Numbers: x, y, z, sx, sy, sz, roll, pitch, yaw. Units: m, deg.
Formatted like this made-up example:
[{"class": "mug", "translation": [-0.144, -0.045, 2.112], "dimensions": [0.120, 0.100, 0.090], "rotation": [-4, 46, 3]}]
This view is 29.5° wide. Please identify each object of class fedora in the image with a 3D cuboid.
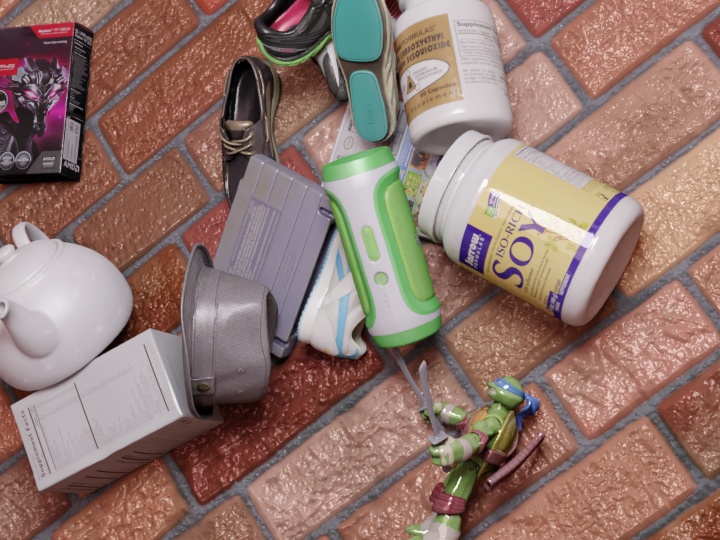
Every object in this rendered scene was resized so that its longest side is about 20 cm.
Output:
[{"class": "fedora", "translation": [-0.138, 0.072, 1.492], "dimensions": [0.090, 0.177, 0.201], "rotation": [3, 123, 2]}]

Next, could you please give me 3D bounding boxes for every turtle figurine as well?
[{"class": "turtle figurine", "translation": [0.077, 0.186, 1.423], "dimensions": [0.144, 0.199, 0.195], "rotation": [20, 92, 57]}]

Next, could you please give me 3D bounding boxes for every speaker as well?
[{"class": "speaker", "translation": [0.023, -0.024, 1.439], "dimensions": [0.088, 0.088, 0.201], "rotation": [-14, 100, 18]}]

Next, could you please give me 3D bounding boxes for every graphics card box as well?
[{"class": "graphics card box", "translation": [-0.410, -0.212, 1.732], "dimensions": [0.125, 0.051, 0.201], "rotation": [0, 81, 21]}]

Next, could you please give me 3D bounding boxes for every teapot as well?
[{"class": "teapot", "translation": [-0.371, 0.030, 1.584], "dimensions": [0.200, 0.146, 0.198], "rotation": [-8, 34, 48]}]

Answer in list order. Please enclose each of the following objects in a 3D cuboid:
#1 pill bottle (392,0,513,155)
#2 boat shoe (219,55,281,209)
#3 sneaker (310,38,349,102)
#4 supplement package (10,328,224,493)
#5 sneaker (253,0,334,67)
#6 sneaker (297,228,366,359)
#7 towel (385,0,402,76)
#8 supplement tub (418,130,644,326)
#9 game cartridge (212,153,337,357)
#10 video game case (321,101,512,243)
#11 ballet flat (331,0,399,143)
[{"class": "pill bottle", "translation": [0.095, -0.237, 1.490], "dimensions": [0.114, 0.114, 0.201], "rotation": [-14, 73, 18]}, {"class": "boat shoe", "translation": [-0.139, -0.157, 1.604], "dimensions": [0.074, 0.073, 0.201], "rotation": [-5, 79, 20]}, {"class": "sneaker", "translation": [-0.049, -0.273, 1.576], "dimensions": [0.079, 0.074, 0.201], "rotation": [-32, 63, 22]}, {"class": "supplement package", "translation": [-0.280, 0.165, 1.578], "dimensions": [0.199, 0.109, 0.114], "rotation": [-28, 72, 14]}, {"class": "sneaker", "translation": [-0.034, -0.305, 1.485], "dimensions": [0.200, 0.084, 0.077], "rotation": [-45, 63, 1]}, {"class": "sneaker", "translation": [0.000, 0.000, 1.521], "dimensions": [0.081, 0.077, 0.201], "rotation": [22, 100, 8]}, {"class": "towel", "translation": [0.040, -0.321, 1.595], "dimensions": [0.144, 0.023, 0.200], "rotation": [44, 96, 23]}, {"class": "supplement tub", "translation": [0.175, -0.048, 1.417], "dimensions": [0.200, 0.145, 0.146], "rotation": [29, 91, 18]}, {"class": "game cartridge", "translation": [-0.102, -0.018, 1.556], "dimensions": [0.129, 0.038, 0.201], "rotation": [31, 112, 26]}, {"class": "video game case", "translation": [0.059, -0.115, 1.551], "dimensions": [0.199, 0.018, 0.144], "rotation": [16, 86, 23]}, {"class": "ballet flat", "translation": [0.008, -0.236, 1.494], "dimensions": [0.067, 0.062, 0.201], "rotation": [8, 127, 17]}]
